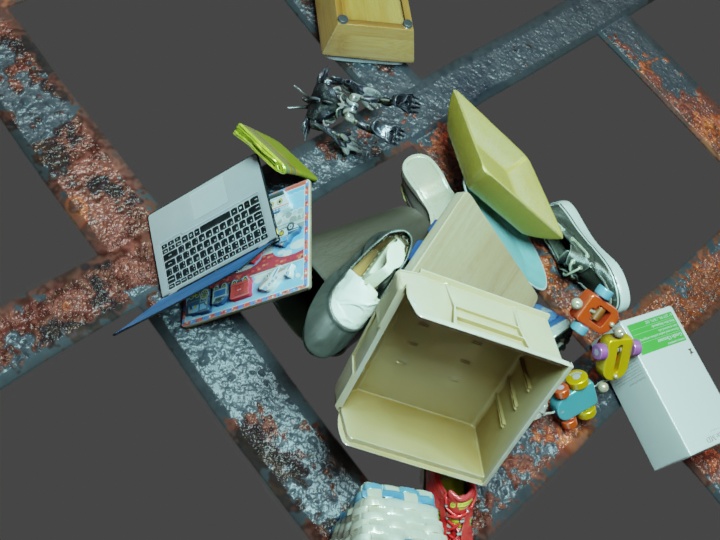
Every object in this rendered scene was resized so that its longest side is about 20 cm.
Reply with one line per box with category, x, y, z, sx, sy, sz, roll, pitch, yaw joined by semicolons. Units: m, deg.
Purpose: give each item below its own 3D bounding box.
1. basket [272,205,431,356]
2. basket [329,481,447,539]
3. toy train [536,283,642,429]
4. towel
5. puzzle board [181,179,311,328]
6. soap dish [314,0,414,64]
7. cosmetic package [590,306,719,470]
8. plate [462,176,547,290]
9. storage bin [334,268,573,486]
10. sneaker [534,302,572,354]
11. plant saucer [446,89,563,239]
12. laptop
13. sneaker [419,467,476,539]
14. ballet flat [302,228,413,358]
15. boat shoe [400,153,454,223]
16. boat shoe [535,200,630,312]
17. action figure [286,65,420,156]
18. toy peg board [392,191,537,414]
basket;0.000;0.000;1.097;0.199;0.137;0.180;-27;47;-33
basket;0.031;0.347;0.901;0.138;0.177;0.201;15;49;-13
toy train;0.292;0.115;1.118;0.149;0.201;0.056;23;13;-28
towel;-0.111;-0.153;1.123;0.086;0.200;0.018;44;98;5
puzzle board;-0.147;-0.021;1.046;0.017;0.199;0.152;35;45;-50
soap dish;0.006;-0.437;1.353;0.156;0.081;0.202;0;65;-17
cosmetic package;0.429;0.166;1.173;0.107;0.085;0.201;-14;68;-27
plate;0.202;-0.051;1.196;0.200;0.026;0.201;42;26;-26
storage bin;0.095;0.121;0.935;0.197;0.201;0.094;19;33;-14
sneaker;0.197;0.113;1.142;0.199;0.079;0.089;-32;54;-22
plant saucer;0.201;-0.145;1.223;0.199;0.048;0.201;34;30;-35
laptop;-0.207;-0.036;1.003;0.186;0.116;0.202;-25;65;20
sneaker;0.107;0.296;1.003;0.076;0.085;0.202;5;62;-13
ballet flat;0.001;0.015;0.960;0.068;0.068;0.200;44;53;-13
boat shoe;0.116;-0.074;1.210;0.071;0.060;0.201;-23;71;-15
boat shoe;0.326;-0.015;1.247;0.063;0.071;0.201;-17;62;-25
action figure;-0.013;-0.231;1.230;0.199;0.102;0.120;19;84;37
toy peg board;0.105;0.041;1.068;0.199;0.097;0.201;50;60;-28
